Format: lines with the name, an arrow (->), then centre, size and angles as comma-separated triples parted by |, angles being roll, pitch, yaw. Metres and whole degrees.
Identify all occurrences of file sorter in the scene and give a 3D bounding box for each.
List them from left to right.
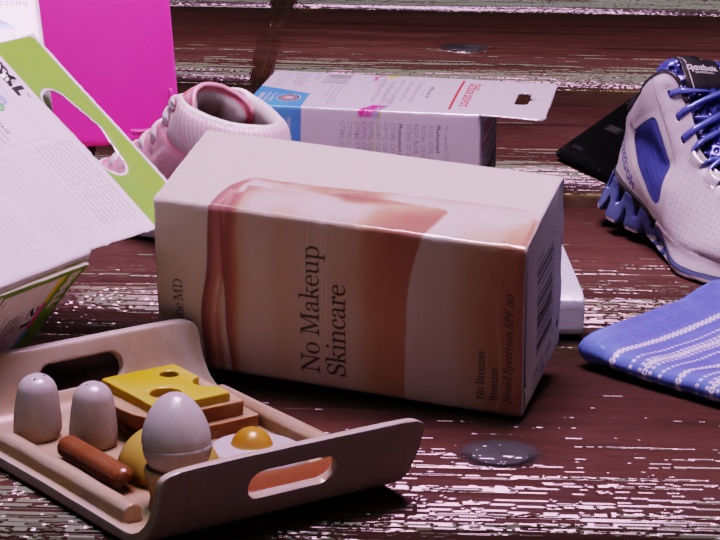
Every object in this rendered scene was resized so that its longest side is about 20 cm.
file sorter -> -0.229, -0.135, 1.723 | 0.199, 0.140, 0.125 | -4, -11, -10

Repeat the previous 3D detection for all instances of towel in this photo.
towel -> 0.233, 0.046, 1.378 | 0.199, 0.024, 0.144 | 16, 22, 40

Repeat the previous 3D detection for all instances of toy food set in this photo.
toy food set -> -0.086, 0.065, 1.225 | 0.143, 0.061, 0.200 | -11, 20, -35

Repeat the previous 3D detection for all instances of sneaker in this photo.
sneaker -> -0.113, -0.072, 1.618 | 0.200, 0.105, 0.075 | 15, 23, 43
sneaker -> 0.212, -0.068, 1.592 | 0.080, 0.116, 0.199 | -8, 22, -25

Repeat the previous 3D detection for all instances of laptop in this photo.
laptop -> 0.278, -0.071, 1.805 | 0.200, 0.116, 0.187 | -34, 26, -12

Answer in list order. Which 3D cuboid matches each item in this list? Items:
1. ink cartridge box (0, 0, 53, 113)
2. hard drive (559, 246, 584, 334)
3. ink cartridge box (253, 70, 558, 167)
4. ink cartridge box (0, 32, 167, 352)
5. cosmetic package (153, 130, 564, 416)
ink cartridge box -> -0.240, -0.075, 1.467 | 0.128, 0.126, 0.201 | -4, 55, -13
hard drive -> 0.022, 0.007, 1.492 | 0.199, 0.027, 0.132 | 1, 16, -3
ink cartridge box -> 0.029, -0.088, 1.739 | 0.199, 0.068, 0.115 | 3, 16, 9
ink cartridge box -> -0.200, -0.034, 1.339 | 0.148, 0.076, 0.200 | 46, 31, 13
cosmetic package -> 0.000, 0.000, 1.346 | 0.199, 0.104, 0.087 | 7, 30, 16
